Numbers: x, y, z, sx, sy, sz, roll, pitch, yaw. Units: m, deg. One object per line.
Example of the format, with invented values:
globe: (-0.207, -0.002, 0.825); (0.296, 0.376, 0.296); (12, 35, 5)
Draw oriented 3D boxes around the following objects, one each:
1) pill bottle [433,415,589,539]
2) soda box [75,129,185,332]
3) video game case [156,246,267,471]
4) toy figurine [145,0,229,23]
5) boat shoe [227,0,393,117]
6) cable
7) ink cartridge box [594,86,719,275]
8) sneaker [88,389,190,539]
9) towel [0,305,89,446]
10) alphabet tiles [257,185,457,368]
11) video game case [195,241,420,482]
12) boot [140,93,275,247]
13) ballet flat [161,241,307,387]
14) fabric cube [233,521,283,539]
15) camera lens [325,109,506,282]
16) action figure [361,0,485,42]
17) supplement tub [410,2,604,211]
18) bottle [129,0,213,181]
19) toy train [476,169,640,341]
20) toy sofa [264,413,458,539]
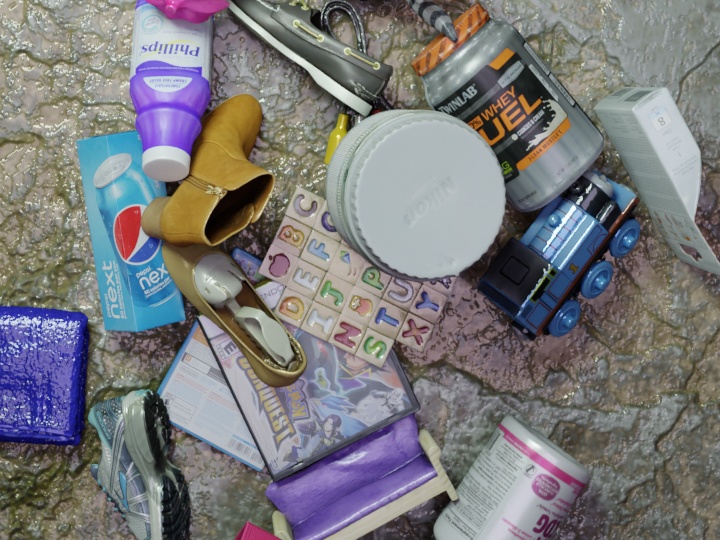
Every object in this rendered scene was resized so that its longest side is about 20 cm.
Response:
pill bottle: (0.150, 0.270, 1.470); (0.113, 0.113, 0.201); (33, 92, -8)
soda box: (-0.238, -0.042, 1.409); (0.064, 0.067, 0.203); (-14, 99, -39)
video game case: (-0.121, 0.097, 1.472); (0.142, 0.018, 0.202); (29, 93, -8)
toy figurine: (-0.166, -0.338, 1.345); (0.198, 0.150, 0.187); (-14, 82, -29)
boat shoe: (-0.056, -0.241, 1.403); (0.200, 0.072, 0.061); (38, 97, 7)
cable: (0.004, -0.187, 1.435); (0.095, 0.050, 0.203); (-4, 98, 6)
ink cartridge box: (0.328, -0.097, 1.426); (0.047, 0.160, 0.201); (-32, 99, 0)
sneaker: (-0.240, 0.226, 1.457); (0.085, 0.078, 0.203); (-6, 100, 18)
towel: (-0.389, 0.111, 1.430); (0.197, 0.050, 0.150); (3, 96, -6)
alphabet tiles: (0.000, 0.000, 1.436); (0.198, 0.006, 0.168); (26, 93, -10)
video game case: (-0.055, 0.098, 1.457); (0.179, 0.026, 0.202); (-25, 98, -4)
boot: (-0.125, -0.099, 1.362); (0.071, 0.143, 0.202); (51, 63, -31)
ballet flat: (-0.122, 0.034, 1.394); (0.200, 0.063, 0.069); (49, 64, -12)
fabric cube: (-0.089, 0.421, 1.387); (0.197, 0.197, 0.201); (27, 131, -9)
camera lens: (0.051, -0.076, 1.328); (0.157, 0.200, 0.163); (-1, 97, -7)
action figure: (0.014, -0.294, 1.369); (0.199, 0.192, 0.106); (-26, 125, -36)
supplement tub: (0.151, -0.171, 1.419); (0.122, 0.123, 0.200); (-42, 98, 0)
bottle: (-0.191, -0.189, 1.367); (0.082, 0.065, 0.203); (1, 65, -1)
toy train: (0.217, -0.018, 1.441); (0.201, 0.087, 0.114); (-53, 141, 1)
toy sofa: (-0.002, 0.240, 1.467); (0.198, 0.083, 0.099); (-28, 99, -2)
